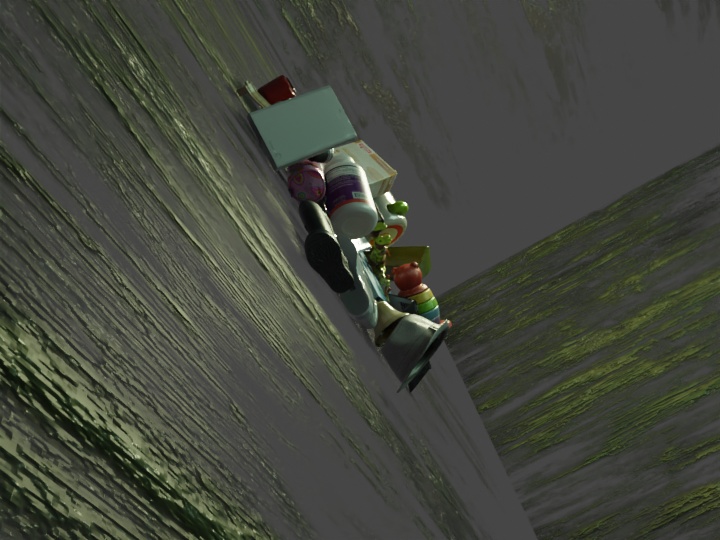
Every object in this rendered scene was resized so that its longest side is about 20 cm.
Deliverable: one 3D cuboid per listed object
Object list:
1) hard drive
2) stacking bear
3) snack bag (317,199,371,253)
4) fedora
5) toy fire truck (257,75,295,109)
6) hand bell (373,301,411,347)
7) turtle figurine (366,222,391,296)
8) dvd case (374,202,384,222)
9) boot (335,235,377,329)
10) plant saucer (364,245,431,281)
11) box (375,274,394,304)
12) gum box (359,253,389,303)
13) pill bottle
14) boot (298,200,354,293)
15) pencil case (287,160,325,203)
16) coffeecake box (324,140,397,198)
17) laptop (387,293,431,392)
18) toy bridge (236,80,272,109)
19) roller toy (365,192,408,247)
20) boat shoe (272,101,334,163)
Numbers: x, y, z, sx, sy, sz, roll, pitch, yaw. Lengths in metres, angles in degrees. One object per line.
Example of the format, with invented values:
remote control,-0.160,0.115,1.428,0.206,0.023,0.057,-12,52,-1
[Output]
hard drive,-0.123,-0.305,1.522,0.132,0.200,0.026,62,-24,5
stacking bear,0.146,0.078,1.878,0.114,0.121,0.201,-33,104,-66
snack bag,-0.055,-0.119,1.725,0.200,0.021,0.188,58,23,2
fedora,0.106,0.161,1.526,0.090,0.177,0.200,36,36,14
toy fire truck,-0.186,-0.372,1.726,0.176,0.128,0.200,60,-4,-12
hand bell,0.015,0.063,1.604,0.200,0.104,0.104,50,1,24
turtle figurine,0.048,-0.045,1.863,0.162,0.064,0.200,89,1,-45
dvd case,-0.035,-0.183,1.930,0.018,0.142,0.200,91,-20,-49
boot,-0.017,0.029,1.501,0.096,0.073,0.201,62,10,-61
plant saucer,0.102,-0.012,2.056,0.200,0.199,0.048,69,21,-70
box,0.073,0.093,1.997,0.122,0.048,0.200,59,7,-25
gum box,0.000,0.000,1.822,0.201,0.044,0.170,64,6,14
pill bottle,-0.032,-0.176,1.674,0.113,0.112,0.201,54,16,-49
boot,-0.080,-0.075,1.392,0.165,0.065,0.200,67,3,-45
pencil case,-0.121,-0.209,1.599,0.088,0.087,0.200,59,7,-23
coffeecake box,-0.026,-0.257,1.912,0.154,0.200,0.073,45,-44,21
laptop,0.098,0.175,1.779,0.200,0.116,0.188,12,-61,61
toy bridge,-0.198,-0.321,1.555,0.067,0.027,0.200,-2,-56,50
roller toy,0.025,-0.142,2.039,0.140,0.199,0.183,62,-19,21
boat shoe,-0.140,-0.310,1.586,0.200,0.069,0.057,44,33,21
